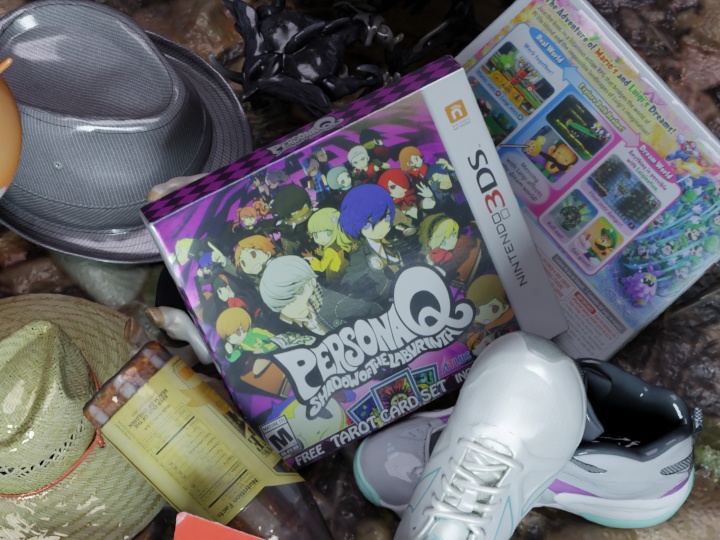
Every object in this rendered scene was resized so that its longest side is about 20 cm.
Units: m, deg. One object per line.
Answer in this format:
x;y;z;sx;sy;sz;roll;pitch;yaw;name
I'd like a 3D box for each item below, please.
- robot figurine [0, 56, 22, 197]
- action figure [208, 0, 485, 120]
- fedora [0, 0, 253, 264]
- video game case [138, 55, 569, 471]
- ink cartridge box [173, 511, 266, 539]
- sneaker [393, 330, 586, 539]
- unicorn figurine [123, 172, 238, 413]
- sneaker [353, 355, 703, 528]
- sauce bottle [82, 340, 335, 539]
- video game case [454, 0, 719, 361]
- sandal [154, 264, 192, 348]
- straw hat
-0.283;-0.072;1.370;0.144;0.200;0.117;-26;101;-48;robot figurine
-0.015;-0.131;1.454;0.200;0.102;0.119;-26;61;-34;action figure
-0.168;-0.103;1.438;0.200;0.090;0.177;28;63;14;fedora
0.000;0.000;1.312;0.200;0.182;0.036;-26;24;-6;video game case
-0.056;0.245;1.183;0.162;0.050;0.200;16;99;21;ink cartridge box
0.065;0.120;1.242;0.070;0.200;0.080;28;37;8;sneaker
-0.060;-0.007;1.353;0.137;0.200;0.074;9;17;-21;unicorn figurine
0.097;0.088;1.301;0.200;0.140;0.078;-2;59;-3;sneaker
-0.068;0.128;1.294;0.200;0.066;0.066;45;66;-3;sauce bottle
0.118;-0.051;1.389;0.182;0.024;0.200;-43;79;5;video game case
-0.045;-0.021;1.420;0.200;0.043;0.076;-33;65;-19;sandal
-0.196;0.080;1.331;0.201;0.085;0.201;0;59;-1;straw hat
